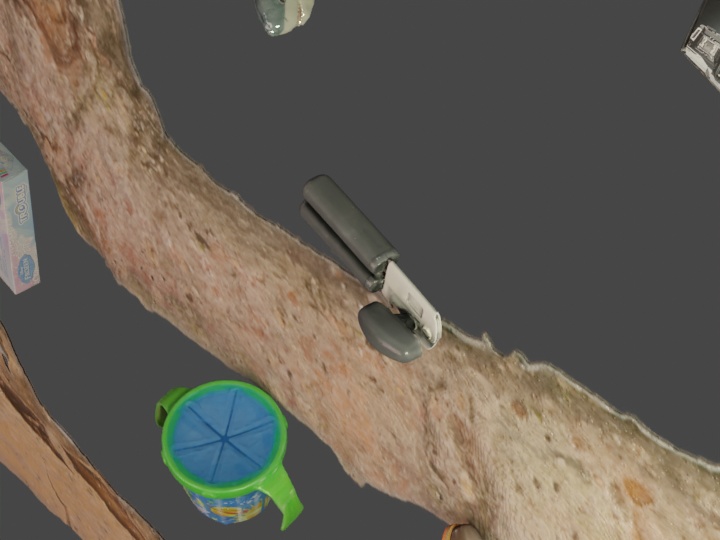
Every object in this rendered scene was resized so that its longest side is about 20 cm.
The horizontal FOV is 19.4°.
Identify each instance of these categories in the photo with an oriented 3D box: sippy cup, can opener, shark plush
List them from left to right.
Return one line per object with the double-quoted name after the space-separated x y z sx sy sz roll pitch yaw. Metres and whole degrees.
-0.144 0.209 2.302 0.131 0.139 0.178 87 170 -59 "sippy cup"
-0.090 -0.296 1.763 0.201 0.083 0.091 64 154 -4 "shark plush"
0.000 0.000 1.901 0.200 0.067 0.053 48 150 25 "can opener"

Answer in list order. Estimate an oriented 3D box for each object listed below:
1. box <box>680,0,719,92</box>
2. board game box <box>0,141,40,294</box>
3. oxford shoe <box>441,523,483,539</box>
0.271 -0.195 1.134 0.050 0.157 0.200 50 152 22 "box"
-0.484 -0.102 2.694 0.199 0.043 0.201 44 148 33 "board game box"
0.134 0.315 1.959 0.073 0.071 0.201 -40 56 29 "oxford shoe"
